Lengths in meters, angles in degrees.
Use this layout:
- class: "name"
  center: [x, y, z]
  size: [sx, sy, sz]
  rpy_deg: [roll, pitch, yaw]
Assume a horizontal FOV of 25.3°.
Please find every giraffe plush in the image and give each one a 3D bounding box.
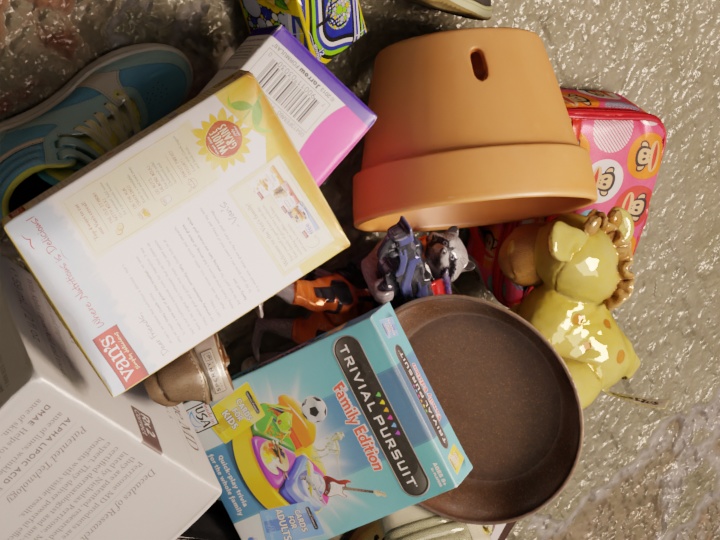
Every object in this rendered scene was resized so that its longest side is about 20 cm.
- class: "giraffe plush"
  center: [0.168, 0.026, 1.365]
  size: [0.198, 0.173, 0.163]
  rpy_deg: [4, 105, 7]

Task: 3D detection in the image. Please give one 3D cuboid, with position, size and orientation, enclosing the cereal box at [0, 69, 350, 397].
- class: "cereal box"
  center: [-0.126, -0.026, 1.108]
  size: [0.199, 0.040, 0.144]
  rpy_deg: [-32, 107, -8]

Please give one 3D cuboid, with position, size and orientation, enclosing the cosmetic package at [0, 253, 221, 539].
- class: "cosmetic package"
  center: [-0.244, 0.129, 1.207]
  size: [0.165, 0.165, 0.200]
  rpy_deg: [-43, 131, 9]

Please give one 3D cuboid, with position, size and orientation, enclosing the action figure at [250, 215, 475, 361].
- class: "action figure"
  center: [0.000, 0.000, 1.326]
  size: [0.192, 0.105, 0.201]
  rpy_deg: [-14, 146, -11]

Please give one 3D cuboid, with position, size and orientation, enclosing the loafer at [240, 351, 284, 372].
- class: "loafer"
  center: [-0.026, 0.117, 1.427]
  size: [0.199, 0.072, 0.063]
  rpy_deg: [5, 118, -38]

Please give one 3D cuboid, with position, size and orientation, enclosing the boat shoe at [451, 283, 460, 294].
- class: "boat shoe"
  center: [0.072, 0.047, 1.456]
  size: [0.073, 0.063, 0.200]
  rpy_deg: [-49, 129, -2]

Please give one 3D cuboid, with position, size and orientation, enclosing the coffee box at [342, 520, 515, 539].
- class: "coffee box"
  center: [0.062, 0.251, 1.523]
  size: [0.080, 0.113, 0.201]
  rpy_deg: [27, 98, -40]

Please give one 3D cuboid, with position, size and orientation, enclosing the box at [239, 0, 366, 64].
- class: "box"
  center: [-0.061, -0.255, 1.200]
  size: [0.064, 0.070, 0.201]
  rpy_deg: [-43, 132, -32]

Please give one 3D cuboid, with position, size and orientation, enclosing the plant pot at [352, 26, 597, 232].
- class: "plant pot"
  center: [0.086, -0.113, 1.304]
  size: [0.199, 0.200, 0.141]
  rpy_deg: [-2, 84, -32]

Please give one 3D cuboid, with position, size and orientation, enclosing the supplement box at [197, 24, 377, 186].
- class: "supplement box"
  center: [-0.098, -0.072, 1.182]
  size: [0.101, 0.103, 0.200]
  rpy_deg: [42, 85, -15]

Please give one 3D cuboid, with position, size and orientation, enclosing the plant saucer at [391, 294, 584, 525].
- class: "plant saucer"
  center: [0.090, 0.109, 1.304]
  size: [0.037, 0.199, 0.202]
  rpy_deg: [-37, 139, -59]

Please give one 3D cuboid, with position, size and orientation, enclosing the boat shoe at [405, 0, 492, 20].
- class: "boat shoe"
  center: [0.056, -0.241, 1.262]
  size: [0.200, 0.071, 0.066]
  rpy_deg: [0, 107, -60]

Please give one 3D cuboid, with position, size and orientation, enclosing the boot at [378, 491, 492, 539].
- class: "boot"
  center: [0.088, 0.177, 1.404]
  size: [0.199, 0.155, 0.072]
  rpy_deg: [-10, 149, -28]

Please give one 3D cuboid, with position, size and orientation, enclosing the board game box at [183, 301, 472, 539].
- class: "board game box"
  center: [-0.032, 0.136, 1.303]
  size: [0.199, 0.047, 0.152]
  rpy_deg: [-26, 94, 25]

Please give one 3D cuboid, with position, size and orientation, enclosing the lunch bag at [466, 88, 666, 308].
- class: "lunch bag"
  center: [0.175, -0.066, 1.459]
  size: [0.175, 0.082, 0.201]
  rpy_deg: [0, 116, -28]

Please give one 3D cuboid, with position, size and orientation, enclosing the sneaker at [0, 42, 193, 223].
- class: "sneaker"
  center: [-0.189, -0.088, 1.169]
  size: [0.199, 0.130, 0.080]
  rpy_deg: [-35, 124, -13]

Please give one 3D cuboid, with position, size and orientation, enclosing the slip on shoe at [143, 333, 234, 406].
- class: "slip on shoe"
  center: [-0.138, 0.063, 1.253]
  size: [0.060, 0.200, 0.076]
  rpy_deg: [-21, 106, -4]

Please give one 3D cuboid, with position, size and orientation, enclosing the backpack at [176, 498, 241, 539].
- class: "backpack"
  center: [-0.154, 0.275, 1.357]
  size: [0.199, 0.176, 0.154]
  rpy_deg: [11, 124, -38]
